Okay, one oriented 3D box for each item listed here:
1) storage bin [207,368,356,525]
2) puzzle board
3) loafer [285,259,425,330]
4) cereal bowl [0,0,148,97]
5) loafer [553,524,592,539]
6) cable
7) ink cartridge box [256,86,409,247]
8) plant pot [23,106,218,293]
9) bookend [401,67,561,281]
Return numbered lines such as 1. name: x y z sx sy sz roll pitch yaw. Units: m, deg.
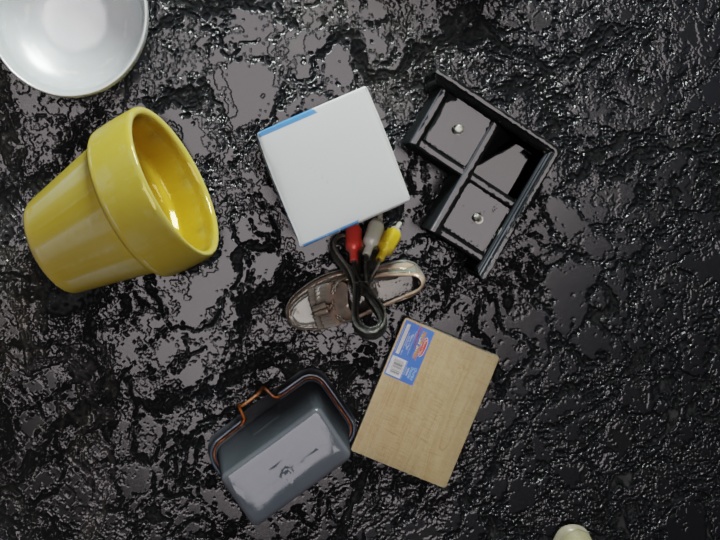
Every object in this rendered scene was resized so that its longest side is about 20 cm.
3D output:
1. storage bin: -0.105 0.232 1.283 0.198 0.134 0.147 -35 99 -3
2. puzzle board: 0.090 0.185 1.361 0.148 0.017 0.203 22 92 -7
3. loafer: -0.007 0.032 1.309 0.196 0.063 0.073 -18 99 -5
4. cereal bowl: -0.361 -0.318 1.218 0.196 0.083 0.205 -1 96 -6
5. loafer: 0.284 0.467 1.388 0.074 0.068 0.204 15 94 -8
6. cable: 0.000 0.000 1.263 0.095 0.202 0.051 6 133 3
7. ink cartridge box: -0.040 -0.128 1.219 0.145 0.200 0.147 -23 96 -3
8. plant pot: -0.305 -0.070 1.208 0.186 0.201 0.203 -25 99 13
9. bookend: 0.128 -0.128 1.293 0.198 0.092 0.201 32 92 -8
